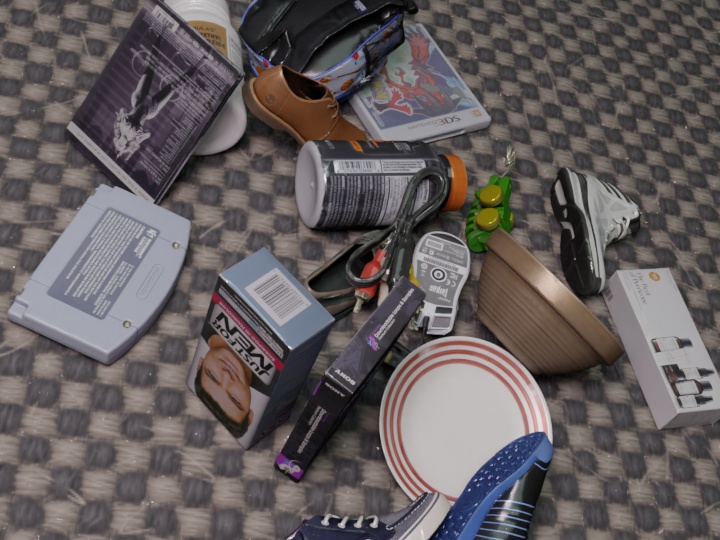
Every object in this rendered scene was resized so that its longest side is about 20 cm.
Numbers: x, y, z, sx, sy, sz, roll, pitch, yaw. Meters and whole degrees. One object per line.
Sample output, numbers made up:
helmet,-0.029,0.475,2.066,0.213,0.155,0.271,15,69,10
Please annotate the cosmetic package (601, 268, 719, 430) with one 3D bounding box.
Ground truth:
cosmetic package,0.374,0.092,1.211,0.082,0.051,0.201,-2,56,-21

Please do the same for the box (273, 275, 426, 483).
box,-0.012,0.110,0.964,0.036,0.200,0.143,34,51,7

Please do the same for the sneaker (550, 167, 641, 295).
sneaker,0.321,-0.049,1.279,0.115,0.076,0.201,8,51,-12

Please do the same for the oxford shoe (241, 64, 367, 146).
oxford shoe,-0.050,-0.191,1.213,0.200,0.071,0.072,23,45,-46

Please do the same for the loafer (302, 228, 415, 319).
loafer,0.000,0.000,1.137,0.072,0.063,0.200,44,53,15

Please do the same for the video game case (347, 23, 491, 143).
video game case,0.060,-0.259,1.375,0.182,0.023,0.200,-18,62,-29

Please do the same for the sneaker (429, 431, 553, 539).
sneaker,0.140,0.253,0.993,0.200,0.070,0.078,-44,103,-25

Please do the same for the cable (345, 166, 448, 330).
cable,0.039,-0.033,1.123,0.097,0.050,0.201,19,63,-8

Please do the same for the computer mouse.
computer mouse,0.081,0.043,1.150,0.109,0.044,0.201,19,57,1

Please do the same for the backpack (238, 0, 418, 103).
backpack,-0.057,-0.305,1.275,0.200,0.154,0.190,39,66,23

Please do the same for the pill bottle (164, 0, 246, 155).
pill bottle,-0.201,-0.252,1.218,0.114,0.115,0.201,4,54,-17

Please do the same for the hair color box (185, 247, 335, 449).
hair color box,-0.102,0.081,0.954,0.099,0.200,0.061,45,53,15

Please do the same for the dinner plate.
dinner plate,0.112,0.170,1.056,0.199,0.024,0.201,6,69,-16

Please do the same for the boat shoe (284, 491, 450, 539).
boat shoe,-0.004,0.256,0.940,0.093,0.075,0.200,48,55,8

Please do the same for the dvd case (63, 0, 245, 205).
dvd case,-0.238,-0.188,1.123,0.149,0.200,0.016,42,17,13

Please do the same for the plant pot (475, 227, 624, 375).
plant pot,0.197,0.052,1.123,0.093,0.201,0.201,-44,73,4

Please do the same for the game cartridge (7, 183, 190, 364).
game cartridge,-0.268,0.003,1.059,0.133,0.042,0.200,28,51,-4

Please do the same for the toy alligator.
toy alligator,0.165,-0.083,1.267,0.054,0.059,0.201,-9,47,25

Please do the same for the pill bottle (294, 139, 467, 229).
pill bottle,0.028,-0.105,1.198,0.199,0.106,0.107,-2,56,-22
